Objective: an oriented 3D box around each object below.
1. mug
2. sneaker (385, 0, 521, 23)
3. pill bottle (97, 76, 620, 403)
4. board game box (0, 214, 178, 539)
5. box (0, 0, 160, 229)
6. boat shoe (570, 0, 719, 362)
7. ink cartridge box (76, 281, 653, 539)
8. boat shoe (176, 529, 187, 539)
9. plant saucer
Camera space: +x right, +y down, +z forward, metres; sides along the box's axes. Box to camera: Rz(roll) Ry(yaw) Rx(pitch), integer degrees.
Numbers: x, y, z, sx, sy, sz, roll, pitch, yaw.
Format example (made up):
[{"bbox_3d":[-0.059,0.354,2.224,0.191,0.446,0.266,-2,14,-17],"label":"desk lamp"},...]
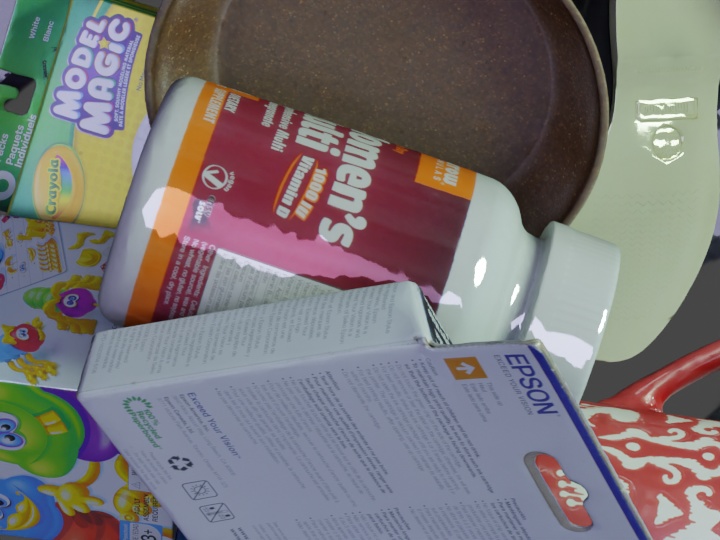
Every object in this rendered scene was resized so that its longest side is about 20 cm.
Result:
[{"bbox_3d":[0.173,0.114,1.214,0.199,0.178,0.134,10,134,3],"label":"mug"},{"bbox_3d":[0.033,-0.133,1.169,0.199,0.075,0.090,10,127,12],"label":"sneaker"},{"bbox_3d":[0.000,0.000,1.107,0.199,0.110,0.110,18,97,-2],"label":"pill bottle"},{"bbox_3d":[-0.173,0.045,1.178,0.199,0.105,0.103,7,133,2],"label":"board game box"},{"bbox_3d":[-0.076,-0.054,1.215,0.199,0.048,0.118,17,97,0],"label":"box"},{"bbox_3d":[0.121,-0.061,1.206,0.073,0.063,0.202,3,98,-21],"label":"boat shoe"},{"bbox_3d":[0.016,0.083,1.081,0.199,0.041,0.200,-7,138,23],"label":"ink cartridge box"},{"bbox_3d":[-0.052,0.114,1.227,0.200,0.069,0.084,-24,95,7],"label":"boat shoe"},{"bbox_3d":[0.008,-0.078,1.141,0.200,0.037,0.201,5,124,8],"label":"plant saucer"}]
